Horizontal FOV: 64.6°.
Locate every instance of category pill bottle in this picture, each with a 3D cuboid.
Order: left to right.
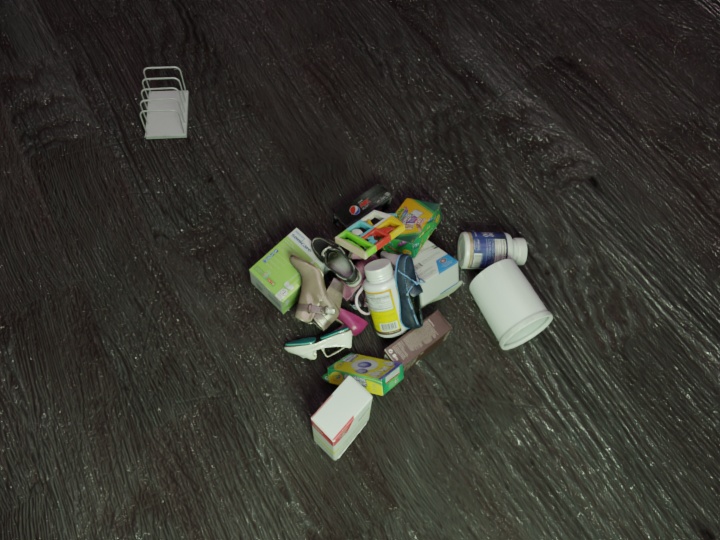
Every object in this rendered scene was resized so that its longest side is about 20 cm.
[{"bbox_3d":[0.071,0.076,1.588,0.106,0.205,0.110,-14,22,6],"label":"pill bottle"},{"bbox_3d":[0.402,-0.060,1.744,0.194,0.112,0.114,1,61,-4],"label":"pill bottle"}]

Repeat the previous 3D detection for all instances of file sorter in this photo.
[{"bbox_3d":[-0.660,-0.563,1.911,0.135,0.125,0.205,-4,63,-6],"label":"file sorter"}]

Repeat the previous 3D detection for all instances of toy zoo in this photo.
[{"bbox_3d":[0.038,-0.114,1.648,0.198,0.021,0.130,-36,46,-28],"label":"toy zoo"}]

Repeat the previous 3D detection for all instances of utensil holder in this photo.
[{"bbox_3d":[0.427,0.094,1.634,0.166,0.171,0.203,-20,63,-15],"label":"utensil holder"}]

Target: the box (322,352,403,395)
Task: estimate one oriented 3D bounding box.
[{"bbox_3d":[0.003,0.268,1.502,0.196,0.050,0.116,3,15,33],"label":"box"}]

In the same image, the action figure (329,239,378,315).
[{"bbox_3d":[0.000,0.000,1.646,0.203,0.133,0.148,-57,40,-1],"label":"action figure"}]

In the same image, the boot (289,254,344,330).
[{"bbox_3d":[-0.142,0.066,1.579,0.197,0.070,0.149,28,77,6],"label":"boot"}]

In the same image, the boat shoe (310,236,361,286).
[{"bbox_3d":[-0.076,-0.034,1.609,0.074,0.060,0.200,-42,64,-1],"label":"boat shoe"}]

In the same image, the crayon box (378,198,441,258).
[{"bbox_3d":[0.150,-0.130,1.705,0.116,0.059,0.201,14,47,28],"label":"crayon box"}]

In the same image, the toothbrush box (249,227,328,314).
[{"bbox_3d":[-0.206,0.000,1.675,0.145,0.087,0.200,39,67,14],"label":"toothbrush box"}]

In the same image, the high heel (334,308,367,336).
[{"bbox_3d":[-0.066,0.102,1.643,0.095,0.067,0.203,-31,83,-9],"label":"high heel"}]

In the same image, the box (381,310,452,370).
[{"bbox_3d":[0.155,0.208,1.589,0.198,0.101,0.075,-35,71,-20],"label":"box"}]

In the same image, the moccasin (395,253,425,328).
[{"bbox_3d":[0.143,0.055,1.536,0.067,0.206,0.080,3,19,42],"label":"moccasin"}]

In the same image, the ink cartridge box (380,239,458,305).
[{"bbox_3d":[0.172,-0.010,1.673,0.144,0.086,0.200,-29,42,-19],"label":"ink cartridge box"}]

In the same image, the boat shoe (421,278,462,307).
[{"bbox_3d":[0.210,0.058,1.689,0.196,0.073,0.063,-24,70,-11],"label":"boat shoe"}]

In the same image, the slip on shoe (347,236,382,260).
[{"bbox_3d":[0.049,-0.074,1.747,0.196,0.075,0.062,-24,68,-21],"label":"slip on shoe"}]

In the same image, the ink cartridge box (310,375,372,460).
[{"bbox_3d":[-0.047,0.373,1.428,0.083,0.202,0.145,36,65,18],"label":"ink cartridge box"}]

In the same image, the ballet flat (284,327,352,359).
[{"bbox_3d":[-0.114,0.213,1.580,0.195,0.070,0.071,-15,63,4],"label":"ballet flat"}]

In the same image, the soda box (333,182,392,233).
[{"bbox_3d":[0.007,-0.191,1.806,0.198,0.064,0.071,-36,70,-21],"label":"soda box"}]
